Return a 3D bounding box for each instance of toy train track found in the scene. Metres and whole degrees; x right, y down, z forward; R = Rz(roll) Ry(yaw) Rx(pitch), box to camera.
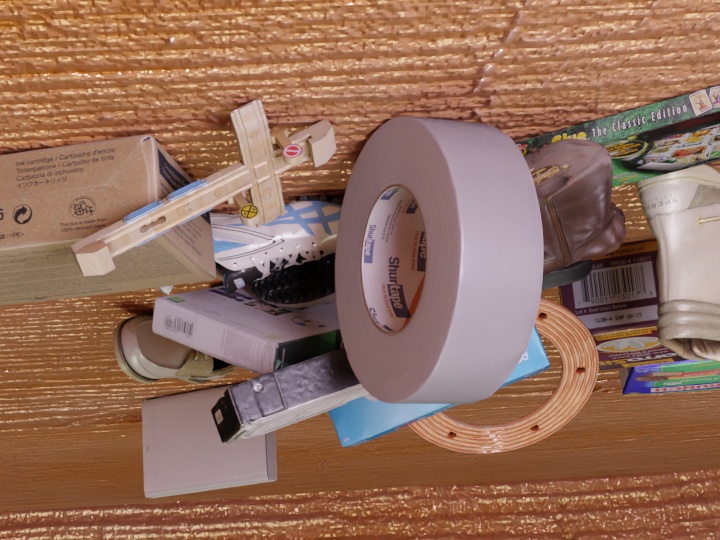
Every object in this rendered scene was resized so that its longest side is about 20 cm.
[{"bbox_3d":[-0.101,-0.045,1.055,0.199,0.033,0.115,-27,142,-14],"label":"toy train track"}]

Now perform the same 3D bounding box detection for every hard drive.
[{"bbox_3d":[-0.019,0.089,1.264,0.199,0.038,0.140,-19,172,-16],"label":"hard drive"},{"bbox_3d":[-0.203,0.225,2.047,0.199,0.133,0.026,-12,163,29],"label":"hard drive"}]

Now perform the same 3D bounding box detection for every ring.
[{"bbox_3d":[0.128,0.098,1.473,0.199,0.019,0.201,-4,129,-5],"label":"ring"}]

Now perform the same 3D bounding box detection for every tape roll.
[{"bbox_3d":[0.051,-0.006,1.087,0.066,0.201,0.200,2,164,-24],"label":"tape roll"}]

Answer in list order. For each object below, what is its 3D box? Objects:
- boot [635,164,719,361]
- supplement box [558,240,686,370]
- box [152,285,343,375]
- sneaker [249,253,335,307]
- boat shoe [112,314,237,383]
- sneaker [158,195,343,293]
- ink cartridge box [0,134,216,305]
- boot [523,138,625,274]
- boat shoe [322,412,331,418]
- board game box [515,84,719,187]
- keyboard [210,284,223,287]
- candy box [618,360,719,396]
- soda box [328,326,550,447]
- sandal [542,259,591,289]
[{"bbox_3d":[0.302,0.000,1.270,0.199,0.155,0.072,10,160,-43],"label":"boot"},{"bbox_3d":[0.273,0.039,1.554,0.110,0.086,0.200,-9,165,17],"label":"supplement box"},{"bbox_3d":[-0.066,0.046,1.377,0.144,0.037,0.200,19,-161,35],"label":"box"},{"bbox_3d":[0.000,0.000,1.354,0.199,0.071,0.093,-14,157,24],"label":"sneaker"},{"bbox_3d":[-0.188,0.079,1.629,0.068,0.075,0.200,-16,169,21],"label":"boat shoe"},{"bbox_3d":[-0.077,-0.018,1.267,0.199,0.073,0.072,-6,164,2],"label":"sneaker"},{"bbox_3d":[-0.225,-0.033,1.161,0.199,0.076,0.165,-7,167,7],"label":"ink cartridge box"},{"bbox_3d":[0.111,-0.031,1.177,0.186,0.064,0.200,-24,164,9],"label":"boot"},{"bbox_3d":[-0.036,0.087,1.499,0.199,0.071,0.065,28,129,1],"label":"boat shoe"},{"bbox_3d":[0.205,-0.092,1.154,0.199,0.024,0.105,-13,164,32],"label":"board game box"},{"bbox_3d":[-0.044,0.033,1.538,0.199,0.040,0.104,-6,165,11],"label":"keyboard"},{"bbox_3d":[0.391,0.093,1.813,0.168,0.077,0.200,-6,167,5],"label":"candy box"},{"bbox_3d":[0.067,0.092,1.383,0.199,0.068,0.064,-22,171,5],"label":"soda box"},{"bbox_3d":[0.112,-0.004,1.403,0.200,0.048,0.075,-16,-150,-10],"label":"sandal"}]
